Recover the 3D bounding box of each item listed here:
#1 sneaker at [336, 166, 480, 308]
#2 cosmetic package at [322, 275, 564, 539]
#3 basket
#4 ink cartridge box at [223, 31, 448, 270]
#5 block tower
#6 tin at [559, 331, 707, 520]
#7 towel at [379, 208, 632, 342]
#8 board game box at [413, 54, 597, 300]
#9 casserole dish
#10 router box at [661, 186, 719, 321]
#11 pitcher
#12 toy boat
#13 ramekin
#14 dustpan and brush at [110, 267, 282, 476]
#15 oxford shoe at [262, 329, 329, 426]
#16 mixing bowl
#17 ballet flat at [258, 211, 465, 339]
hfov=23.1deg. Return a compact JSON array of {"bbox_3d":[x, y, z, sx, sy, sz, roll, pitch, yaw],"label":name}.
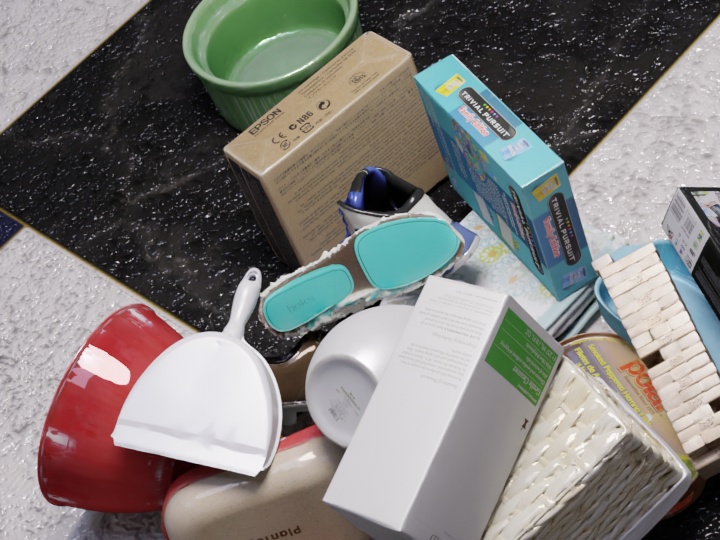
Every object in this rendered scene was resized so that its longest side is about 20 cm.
[{"bbox_3d":[0.014,-0.038,1.660,0.199,0.115,0.081,-21,22,49],"label":"sneaker"},{"bbox_3d":[0.066,0.119,1.364,0.085,0.108,0.201,13,72,39],"label":"cosmetic package"},{"bbox_3d":[0.144,0.176,1.431,0.200,0.123,0.136,-44,47,3],"label":"basket"},{"bbox_3d":[-0.018,-0.111,1.750,0.200,0.165,0.075,-40,46,-17],"label":"ink cartridge box"},{"bbox_3d":[0.263,0.070,1.473,0.058,0.054,0.201,-29,63,10],"label":"block tower"},{"bbox_3d":[0.225,0.135,1.531,0.112,0.042,0.200,-30,47,-2],"label":"tin"},{"bbox_3d":[0.139,0.016,1.664,0.200,0.048,0.171,-44,47,-19],"label":"towel"},{"bbox_3d":[0.133,-0.087,1.621,0.047,0.151,0.200,-31,45,-8],"label":"board game box"},{"bbox_3d":[0.296,0.048,1.553,0.121,0.039,0.200,-32,55,-31],"label":"casserole dish"},{"bbox_3d":[0.372,0.007,1.536,0.148,0.051,0.200,-1,42,-21],"label":"router box"},{"bbox_3d":[0.058,0.102,1.488,0.172,0.121,0.200,48,33,15],"label":"pitcher"},{"bbox_3d":[-0.075,0.188,1.541,0.199,0.131,0.131,-19,35,3],"label":"toy boat"},{"bbox_3d":[-0.087,-0.240,1.937,0.199,0.098,0.201,-10,48,11],"label":"ramekin"},{"bbox_3d":[-0.120,0.079,1.517,0.139,0.057,0.201,11,68,10],"label":"dustpan and brush"},{"bbox_3d":[-0.020,0.089,1.599,0.199,0.085,0.073,-8,4,-3],"label":"oxford shoe"},{"bbox_3d":[-0.191,0.142,1.589,0.108,0.200,0.200,23,60,18],"label":"mixing bowl"},{"bbox_3d":[0.000,0.000,1.580,0.199,0.072,0.072,-22,46,10],"label":"ballet flat"}]
